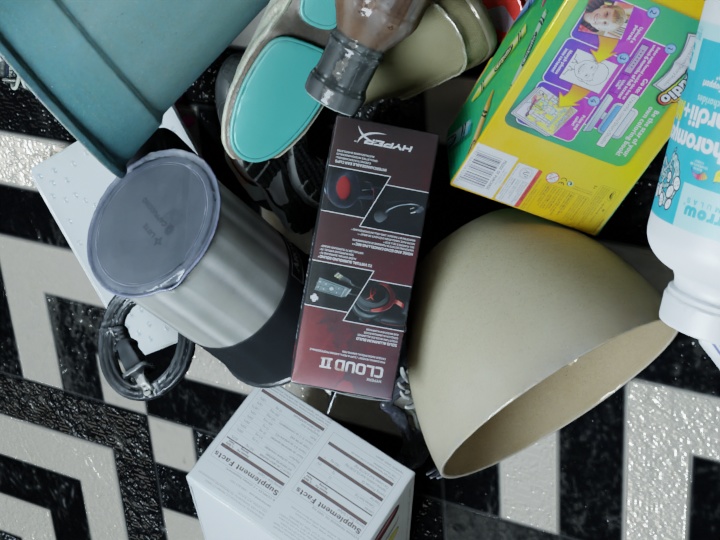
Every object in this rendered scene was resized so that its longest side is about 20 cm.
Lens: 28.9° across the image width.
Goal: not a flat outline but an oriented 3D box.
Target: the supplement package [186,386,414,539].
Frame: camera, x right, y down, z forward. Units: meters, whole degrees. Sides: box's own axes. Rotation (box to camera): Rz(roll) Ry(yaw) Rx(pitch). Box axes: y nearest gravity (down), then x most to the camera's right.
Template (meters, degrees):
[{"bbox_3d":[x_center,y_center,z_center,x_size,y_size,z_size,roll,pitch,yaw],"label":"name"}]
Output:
[{"bbox_3d":[-0.047,0.213,1.189,0.155,0.111,0.201,30,155,17],"label":"supplement package"}]

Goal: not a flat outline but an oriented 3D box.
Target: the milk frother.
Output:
[{"bbox_3d":[-0.152,0.016,1.085,0.200,0.188,0.181,-46,52,2],"label":"milk frother"}]

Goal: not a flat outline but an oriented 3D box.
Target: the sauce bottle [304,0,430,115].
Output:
[{"bbox_3d":[0.023,-0.196,0.893,0.064,0.065,0.202,32,107,14],"label":"sauce bottle"}]

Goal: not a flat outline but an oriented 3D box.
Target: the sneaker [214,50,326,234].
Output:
[{"bbox_3d":[-0.081,-0.100,1.069,0.080,0.074,0.201,34,162,25],"label":"sneaker"}]

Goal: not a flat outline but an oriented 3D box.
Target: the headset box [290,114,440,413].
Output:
[{"bbox_3d":[0.000,0.000,0.991,0.074,0.149,0.203,10,93,-1],"label":"headset box"}]

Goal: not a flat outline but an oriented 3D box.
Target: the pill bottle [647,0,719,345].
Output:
[{"bbox_3d":[0.233,-0.060,0.820,0.110,0.110,0.203,18,105,24],"label":"pill bottle"}]

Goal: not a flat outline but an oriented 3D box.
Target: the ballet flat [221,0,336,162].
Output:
[{"bbox_3d":[-0.038,-0.167,0.961,0.067,0.062,0.202,23,106,-21],"label":"ballet flat"}]

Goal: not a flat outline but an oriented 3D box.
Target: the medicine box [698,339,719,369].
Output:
[{"bbox_3d":[0.354,0.058,0.888,0.201,0.103,0.182,51,131,-1],"label":"medicine box"}]

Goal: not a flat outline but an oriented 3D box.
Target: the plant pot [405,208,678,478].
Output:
[{"bbox_3d":[0.109,0.037,0.999,0.200,0.199,0.135,-48,66,41],"label":"plant pot"}]

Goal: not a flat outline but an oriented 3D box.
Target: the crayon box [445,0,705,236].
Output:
[{"bbox_3d":[0.151,-0.124,0.917,0.117,0.059,0.201,18,131,-17],"label":"crayon box"}]

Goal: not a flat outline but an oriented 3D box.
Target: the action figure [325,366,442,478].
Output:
[{"bbox_3d":[0.032,0.074,1.115,0.118,0.102,0.202,3,119,45],"label":"action figure"}]

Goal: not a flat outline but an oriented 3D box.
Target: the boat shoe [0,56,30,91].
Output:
[{"bbox_3d":[-0.288,-0.184,1.204,0.198,0.071,0.073,29,128,17],"label":"boat shoe"}]

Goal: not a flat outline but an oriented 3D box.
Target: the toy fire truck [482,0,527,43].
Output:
[{"bbox_3d":[0.060,-0.243,0.954,0.140,0.049,0.202,-9,111,37],"label":"toy fire truck"}]

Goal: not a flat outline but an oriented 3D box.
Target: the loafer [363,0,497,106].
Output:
[{"bbox_3d":[0.018,-0.152,0.988,0.199,0.067,0.076,-6,124,56],"label":"loafer"}]

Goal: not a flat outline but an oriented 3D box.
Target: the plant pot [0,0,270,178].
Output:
[{"bbox_3d":[-0.161,-0.205,0.981,0.196,0.200,0.201,-41,90,-1],"label":"plant pot"}]

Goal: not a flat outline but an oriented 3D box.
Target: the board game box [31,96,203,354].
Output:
[{"bbox_3d":[-0.182,-0.038,1.245,0.198,0.026,0.202,-21,102,40],"label":"board game box"}]
